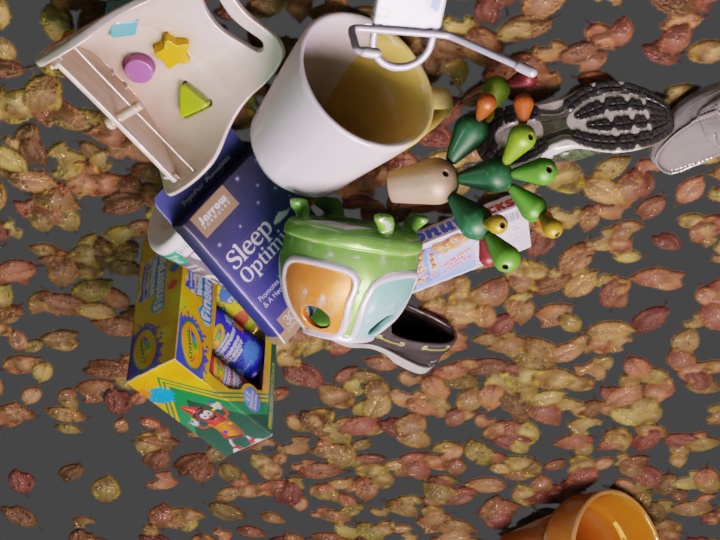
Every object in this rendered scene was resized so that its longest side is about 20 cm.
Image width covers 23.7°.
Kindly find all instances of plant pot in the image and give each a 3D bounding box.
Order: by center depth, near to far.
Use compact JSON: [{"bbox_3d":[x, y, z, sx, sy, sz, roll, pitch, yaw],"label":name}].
[{"bbox_3d":[0.270,0.399,2.264,0.183,0.201,0.200,-17,139,43],"label":"plant pot"}]

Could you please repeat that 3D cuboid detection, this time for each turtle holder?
[{"bbox_3d":[-0.011,-0.001,1.716,0.141,0.186,0.132,9,96,1],"label":"turtle holder"}]

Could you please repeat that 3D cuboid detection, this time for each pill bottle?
[{"bbox_3d":[-0.114,-0.029,1.819,0.200,0.113,0.113,28,132,-27],"label":"pill bottle"}]

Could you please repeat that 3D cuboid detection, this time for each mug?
[{"bbox_3d":[-0.016,-0.139,1.674,0.186,0.150,0.153,28,141,-19],"label":"mug"}]

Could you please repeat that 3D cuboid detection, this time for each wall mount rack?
[{"bbox_3d":[0.083,-0.252,1.560,0.173,0.075,0.200,3,126,-13],"label":"wall mount rack"}]

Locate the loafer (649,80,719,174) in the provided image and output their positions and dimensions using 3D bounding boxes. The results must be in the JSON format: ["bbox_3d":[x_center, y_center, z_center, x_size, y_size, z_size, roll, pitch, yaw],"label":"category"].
[{"bbox_3d":[0.367,-0.151,1.698,0.070,0.070,0.200,28,133,-28],"label":"loafer"}]

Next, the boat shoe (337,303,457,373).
[{"bbox_3d":[0.020,0.055,1.950,0.201,0.072,0.061,23,131,-33],"label":"boat shoe"}]

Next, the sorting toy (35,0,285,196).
[{"bbox_3d":[-0.175,-0.203,1.641,0.180,0.107,0.200,-29,128,18],"label":"sorting toy"}]

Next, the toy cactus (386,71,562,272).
[{"bbox_3d":[0.110,-0.092,1.659,0.165,0.201,0.102,-6,173,16],"label":"toy cactus"}]

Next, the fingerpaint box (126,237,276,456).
[{"bbox_3d":[-0.167,0.072,1.871,0.073,0.200,0.167,-25,132,26],"label":"fingerpaint box"}]

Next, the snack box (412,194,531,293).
[{"bbox_3d":[0.086,-0.020,1.840,0.200,0.024,0.072,-21,140,-7],"label":"snack box"}]

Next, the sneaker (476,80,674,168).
[{"bbox_3d":[0.216,-0.140,1.737,0.199,0.077,0.089,-7,169,7],"label":"sneaker"}]

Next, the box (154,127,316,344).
[{"bbox_3d":[-0.106,-0.037,1.741,0.200,0.121,0.032,50,156,-20],"label":"box"}]
